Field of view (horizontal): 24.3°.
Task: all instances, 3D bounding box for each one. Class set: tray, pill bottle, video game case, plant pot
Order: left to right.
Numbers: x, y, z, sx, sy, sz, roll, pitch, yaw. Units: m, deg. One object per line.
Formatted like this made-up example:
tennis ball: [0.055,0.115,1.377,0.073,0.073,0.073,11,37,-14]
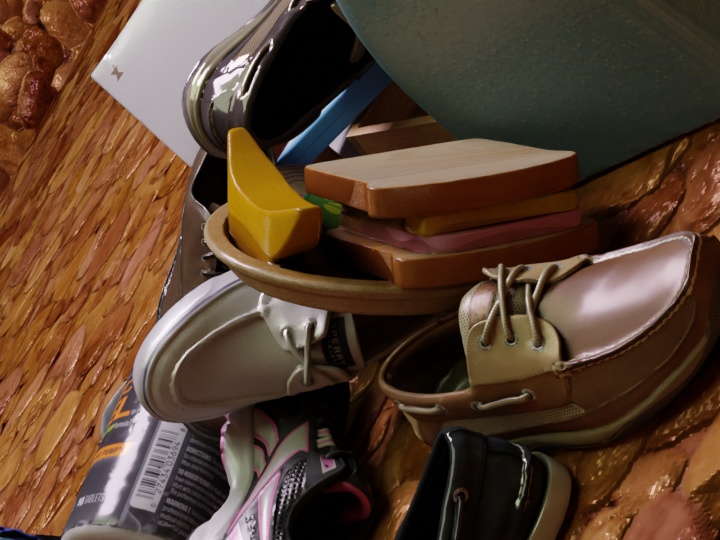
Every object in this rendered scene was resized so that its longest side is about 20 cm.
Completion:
pill bottle: [-0.100,0.099,1.026,0.106,0.106,0.201,-35,29,50]
video game case: [0.022,-0.159,1.036,0.143,0.018,0.201,-40,18,50]
tray: [0.078,-0.146,0.988,0.098,0.037,0.201,-5,46,48]
plant pot: [0.089,-0.186,0.833,0.196,0.199,0.197,-26,36,59]

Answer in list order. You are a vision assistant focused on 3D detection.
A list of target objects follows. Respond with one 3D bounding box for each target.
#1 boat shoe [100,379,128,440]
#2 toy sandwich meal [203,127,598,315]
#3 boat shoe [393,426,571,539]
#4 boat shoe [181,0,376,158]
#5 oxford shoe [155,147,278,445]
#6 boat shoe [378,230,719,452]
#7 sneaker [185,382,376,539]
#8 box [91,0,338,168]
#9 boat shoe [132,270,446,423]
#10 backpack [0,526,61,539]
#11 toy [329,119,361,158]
boat shoe: [-0.098,0.053,1.153,0.200,0.073,0.068,-53,-1,-1]
toy sandwich meal: [0.016,-0.036,0.828,0.205,0.204,0.071,-116,25,-69]
boat shoe: [0.012,0.155,0.710,0.200,0.066,0.075,-57,19,5]
boat shoe: [-0.011,-0.136,0.922,0.200,0.074,0.073,-53,36,-11]
oxford shoe: [-0.081,0.001,0.975,0.085,0.072,0.201,113,157,-65]
boat shoe: [0.075,0.034,0.722,0.200,0.074,0.076,-37,29,49]
sneaker: [-0.026,0.118,0.889,0.086,0.080,0.201,-19,36,28]
box: [-0.065,-0.156,1.182,0.153,0.106,0.200,-54,-19,16]
boat shoe: [-0.023,0.030,0.890,0.199,0.071,0.070,-22,26,-16]
backpack: [-0.233,0.256,1.089,0.183,0.134,0.200,-62,16,-13]
toy: [0.036,-0.104,1.068,0.115,0.047,0.200,-45,30,0]
